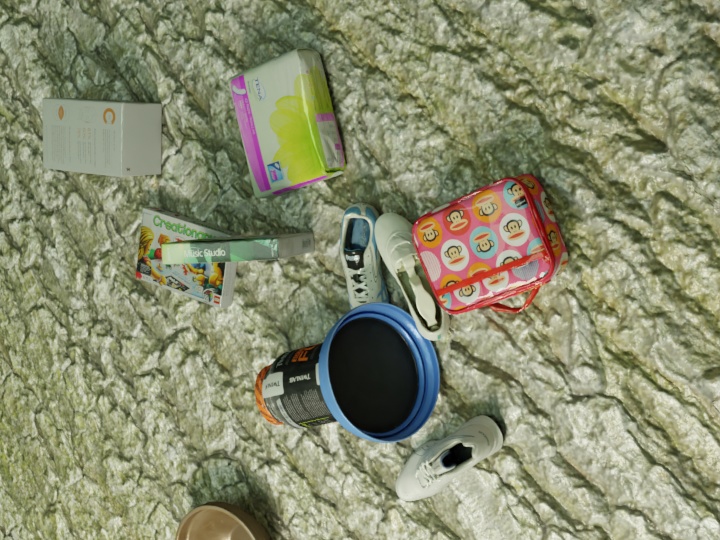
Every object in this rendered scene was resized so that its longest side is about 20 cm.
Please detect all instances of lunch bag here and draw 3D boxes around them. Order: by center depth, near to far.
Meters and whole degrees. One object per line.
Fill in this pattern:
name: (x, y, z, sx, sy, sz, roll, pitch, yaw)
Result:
lunch bag: (0.182, -0.024, 1.406, 0.199, 0.082, 0.178, -23, 89, 34)

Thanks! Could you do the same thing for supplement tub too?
supplement tub: (-0.059, 0.175, 1.559, 0.198, 0.122, 0.124, -17, 88, 32)

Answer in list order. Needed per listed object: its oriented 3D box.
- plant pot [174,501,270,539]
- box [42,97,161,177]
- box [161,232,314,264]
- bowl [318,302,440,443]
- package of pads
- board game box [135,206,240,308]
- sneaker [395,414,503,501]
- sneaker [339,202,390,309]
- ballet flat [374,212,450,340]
plant pot: (-0.214, 0.483, 1.721, 0.199, 0.092, 0.204, 6, 101, 31)
box: (-0.450, -0.234, 1.761, 0.198, 0.097, 0.126, 9, 102, 32)
box: (-0.189, -0.035, 1.574, 0.198, 0.144, 0.037, -4, 94, 19)
bowl: (0.026, 0.148, 1.462, 0.039, 0.199, 0.203, -23, 85, 53)
package of pads: (-0.112, -0.227, 1.564, 0.153, 0.068, 0.202, -14, 90, 33)
board game box: (-0.297, -0.024, 1.732, 0.198, 0.034, 0.128, 17, 105, 29)
sneaker: (0.116, 0.281, 1.485, 0.200, 0.087, 0.075, -44, 76, 31)
sneaker: (0.000, 0.000, 1.526, 0.071, 0.072, 0.203, -1, 98, 31)
ballet flat: (0.079, 0.007, 1.471, 0.069, 0.069, 0.202, -24, 89, 32)
